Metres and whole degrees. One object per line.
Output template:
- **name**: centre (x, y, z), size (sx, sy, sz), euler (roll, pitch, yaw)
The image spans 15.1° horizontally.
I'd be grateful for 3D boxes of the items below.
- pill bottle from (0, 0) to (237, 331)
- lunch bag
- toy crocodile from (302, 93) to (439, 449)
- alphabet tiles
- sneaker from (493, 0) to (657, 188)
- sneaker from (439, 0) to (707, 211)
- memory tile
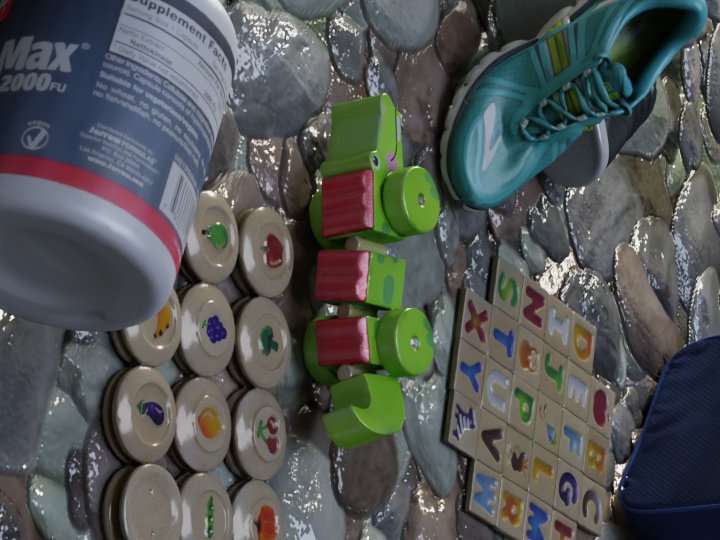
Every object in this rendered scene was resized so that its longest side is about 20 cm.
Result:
- **pill bottle**: centre (-0.123, -0.085, 1.288), size (0.120, 0.119, 0.201), euler (46, 48, -44)
- **lunch bag**: centre (0.269, 0.151, 1.844), size (0.133, 0.135, 0.201), euler (60, 40, -32)
- **toy crocodile**: centre (0.000, 0.000, 1.514), size (0.062, 0.067, 0.202), euler (18, 71, -54)
- **alphabet tiles**: centre (0.110, 0.092, 1.726), size (0.200, 0.006, 0.168), euler (35, 56, -50)
- **sneaker**: centre (0.140, -0.163, 1.762), size (0.099, 0.070, 0.201), euler (-37, 121, -56)
- **sneaker**: centre (0.129, -0.114, 1.664), size (0.200, 0.080, 0.078), euler (-44, 117, -7)
- **memory tile**: centre (-0.082, 0.056, 1.425), size (0.153, 0.017, 0.202), euler (17, 72, -55)
